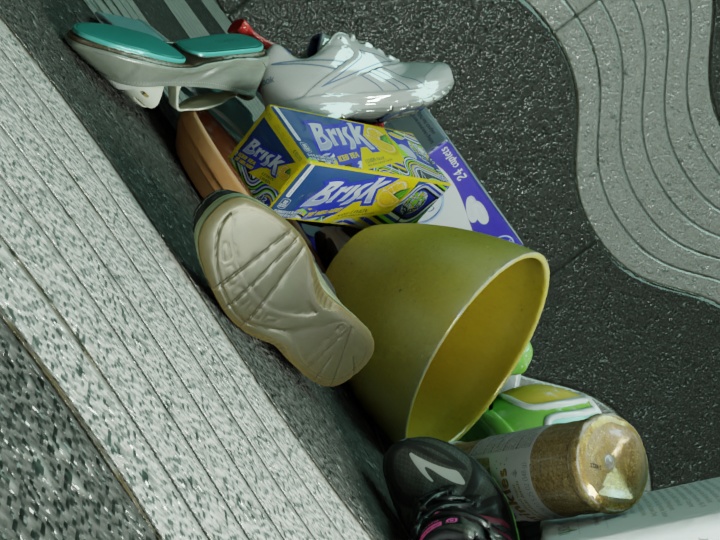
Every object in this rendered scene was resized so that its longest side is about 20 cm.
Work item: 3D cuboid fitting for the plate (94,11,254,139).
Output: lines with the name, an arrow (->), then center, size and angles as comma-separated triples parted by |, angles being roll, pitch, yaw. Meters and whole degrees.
plate -> -0.157, -0.177, 1.261 | 0.200, 0.026, 0.200 | 41, -1, 0

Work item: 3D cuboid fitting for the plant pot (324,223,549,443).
plant pot -> 0.046, 0.038, 1.173 | 0.142, 0.200, 0.200 | 33, -4, 24

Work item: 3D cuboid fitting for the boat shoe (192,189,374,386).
boat shoe -> -0.061, 0.009, 0.947 | 0.066, 0.072, 0.201 | 44, -4, 44

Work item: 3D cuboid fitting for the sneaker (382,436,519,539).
sneaker -> 0.066, 0.175, 0.909 | 0.084, 0.077, 0.200 | 54, 2, -43

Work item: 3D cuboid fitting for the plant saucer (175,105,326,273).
plant saucer -> -0.099, -0.058, 1.199 | 0.200, 0.037, 0.200 | 53, 4, -5

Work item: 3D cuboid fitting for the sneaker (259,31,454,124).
sneaker -> -0.001, -0.171, 1.220 | 0.074, 0.199, 0.088 | -16, -93, 56

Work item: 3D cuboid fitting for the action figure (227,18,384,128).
action figure -> -0.055, -0.153, 1.279 | 0.200, 0.066, 0.099 | 31, -14, -25

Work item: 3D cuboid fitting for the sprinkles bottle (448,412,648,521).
sprinkles bottle -> 0.116, 0.148, 0.994 | 0.068, 0.068, 0.200 | 52, -34, -10

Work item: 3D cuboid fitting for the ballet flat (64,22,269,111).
ballet flat -> -0.154, -0.158, 1.109 | 0.067, 0.064, 0.199 | 35, 27, 34

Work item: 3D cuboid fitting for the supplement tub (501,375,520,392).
supplement tub -> 0.116, 0.105, 1.552 | 0.132, 0.132, 0.200 | 54, 6, 4

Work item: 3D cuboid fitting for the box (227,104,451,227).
box -> -0.014, -0.084, 1.171 | 0.200, 0.064, 0.070 | 3, 45, -52

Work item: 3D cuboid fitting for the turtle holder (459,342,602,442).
turtle holder -> 0.162, 0.164, 1.323 | 0.186, 0.131, 0.141 | 57, -16, 20

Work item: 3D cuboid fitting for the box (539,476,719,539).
box -> 0.226, 0.256, 0.948 | 0.200, 0.170, 0.200 | 18, 59, -81

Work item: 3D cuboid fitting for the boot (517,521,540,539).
boot -> 0.152, 0.264, 1.210 | 0.138, 0.077, 0.201 | 56, 12, -53

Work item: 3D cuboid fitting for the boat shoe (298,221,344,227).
boat shoe -> -0.027, -0.086, 1.341 | 0.199, 0.072, 0.072 | 10, -21, 29

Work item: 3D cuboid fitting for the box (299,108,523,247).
box -> 0.043, -0.047, 1.513 | 0.184, 0.200, 0.105 | 50, 7, -36

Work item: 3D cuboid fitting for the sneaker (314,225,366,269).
sneaker -> 0.000, 0.000, 1.321 | 0.200, 0.079, 0.074 | 110, -41, -76
